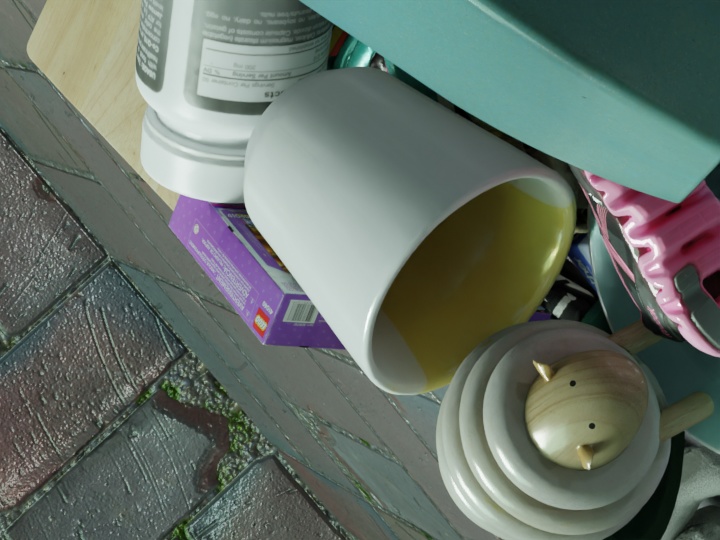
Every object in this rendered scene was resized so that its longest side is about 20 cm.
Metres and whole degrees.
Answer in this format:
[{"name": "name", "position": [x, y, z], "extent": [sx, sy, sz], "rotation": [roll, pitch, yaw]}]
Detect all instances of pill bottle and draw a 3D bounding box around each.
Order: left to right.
[{"name": "pill bottle", "position": [-0.072, -0.150, 1.267], "extent": [0.114, 0.114, 0.200], "rotation": [37, 129, 39]}]

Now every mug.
[{"name": "mug", "position": [0.016, -0.024, 1.206], "extent": [0.153, 0.149, 0.187], "rotation": [42, 159, 32]}]

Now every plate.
[{"name": "plate", "position": [0.193, 0.006, 1.137], "extent": [0.200, 0.026, 0.200], "rotation": [36, 137, 43]}]

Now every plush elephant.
[{"name": "plush elephant", "position": [0.213, 0.208, 1.581], "extent": [0.155, 0.200, 0.165], "rotation": [33, 172, -41]}]

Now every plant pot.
[{"name": "plant pot", "position": [0.092, -0.130, 0.920], "extent": [0.200, 0.141, 0.141], "rotation": [39, 168, 4]}]

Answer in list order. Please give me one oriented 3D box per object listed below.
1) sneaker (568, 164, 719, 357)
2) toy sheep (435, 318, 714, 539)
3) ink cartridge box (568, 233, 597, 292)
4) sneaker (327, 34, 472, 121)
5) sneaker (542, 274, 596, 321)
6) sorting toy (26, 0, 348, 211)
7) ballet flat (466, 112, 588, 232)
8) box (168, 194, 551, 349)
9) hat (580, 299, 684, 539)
[{"name": "sneaker", "position": [0.137, -0.046, 1.099], "extent": [0.200, 0.079, 0.095], "rotation": [66, 165, -5]}, {"name": "toy sheep", "position": [0.106, 0.089, 1.175], "extent": [0.138, 0.138, 0.200], "rotation": [46, 156, 7]}, {"name": "ink cartridge box", "position": [0.193, 0.019, 1.290], "extent": [0.119, 0.042, 0.200], "rotation": [50, 169, -13]}, {"name": "sneaker", "position": [0.038, -0.102, 1.317], "extent": [0.121, 0.084, 0.200], "rotation": [35, 157, 28]}, {"name": "sneaker", "position": [0.119, 0.014, 1.489], "extent": [0.200, 0.076, 0.088], "rotation": [45, 157, -20]}, {"name": "sorting toy", "position": [-0.102, -0.164, 1.414], "extent": [0.199, 0.200, 0.070], "rotation": [46, -146, 23]}, {"name": "ballet flat", "position": [0.103, -0.086, 1.223], "extent": [0.071, 0.071, 0.200], "rotation": [38, 165, 37]}, {"name": "box", "position": [0.000, 0.000, 1.316], "extent": [0.200, 0.039, 0.137], "rotation": [5, -152, -35]}, {"name": "hat", "position": [0.102, 0.096, 1.425], "extent": [0.176, 0.200, 0.166], "rotation": [-4, 148, 34]}]
